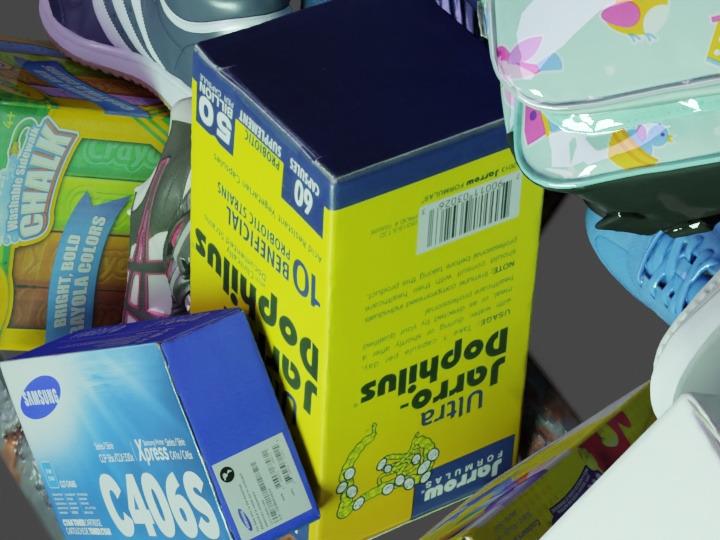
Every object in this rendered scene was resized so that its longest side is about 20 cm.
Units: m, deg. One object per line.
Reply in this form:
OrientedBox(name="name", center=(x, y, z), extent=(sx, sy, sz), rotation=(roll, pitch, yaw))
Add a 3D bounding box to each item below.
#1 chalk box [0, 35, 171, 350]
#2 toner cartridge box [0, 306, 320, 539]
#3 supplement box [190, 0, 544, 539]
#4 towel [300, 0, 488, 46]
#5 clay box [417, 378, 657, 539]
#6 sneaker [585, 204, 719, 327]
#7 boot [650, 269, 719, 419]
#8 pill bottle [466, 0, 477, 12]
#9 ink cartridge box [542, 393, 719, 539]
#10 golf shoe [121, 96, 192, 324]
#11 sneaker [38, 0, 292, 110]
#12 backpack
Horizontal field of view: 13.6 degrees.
OrientedBox(name="chalk box", center=(-0.178, -0.039, 1.431), extent=(0.124, 0.199, 0.125), rotation=(29, 110, 43))
OrientedBox(name="toner cartridge box", center=(-0.091, 0.072, 1.303), extent=(0.200, 0.043, 0.095), rotation=(-10, 100, 64))
OrientedBox(name="supplement box", center=(0.000, 0.000, 1.255), extent=(0.109, 0.109, 0.201), rotation=(44, 143, 40))
OrientedBox(name="towel", center=(0.014, -0.132, 1.359), extent=(0.111, 0.048, 0.201), rotation=(-13, 76, 45))
OrientedBox(name="clay box", center=(0.050, 0.116, 1.179), extent=(0.115, 0.200, 0.048), rotation=(-36, 89, 37))
OrientedBox(name="sneaker", center=(0.146, 0.004, 1.182), extent=(0.200, 0.078, 0.066), rotation=(36, 112, 44))
OrientedBox(name="boot", center=(0.166, -0.012, 1.109), extent=(0.095, 0.200, 0.074), rotation=(34, 149, 48))
OrientedBox(name="pill bottle", center=(0.095, -0.135, 1.229), extent=(0.111, 0.111, 0.200), rotation=(-58, 48, 24))
OrientedBox(name="ink cartridge box", center=(0.151, 0.121, 1.059), extent=(0.148, 0.199, 0.086), rotation=(-49, 54, 29))
OrientedBox(name="golf shoe", center=(-0.075, 0.007, 1.390), extent=(0.200, 0.077, 0.088), rotation=(114, 142, -48))
OrientedBox(name="sneaker", center=(-0.091, -0.142, 1.422), extent=(0.200, 0.070, 0.109), rotation=(34, 133, 48))
OrientedBox(name="backpack", center=(0.124, -0.129, 1.024), extent=(0.175, 0.153, 0.201), rotation=(-9, 73, 22))
